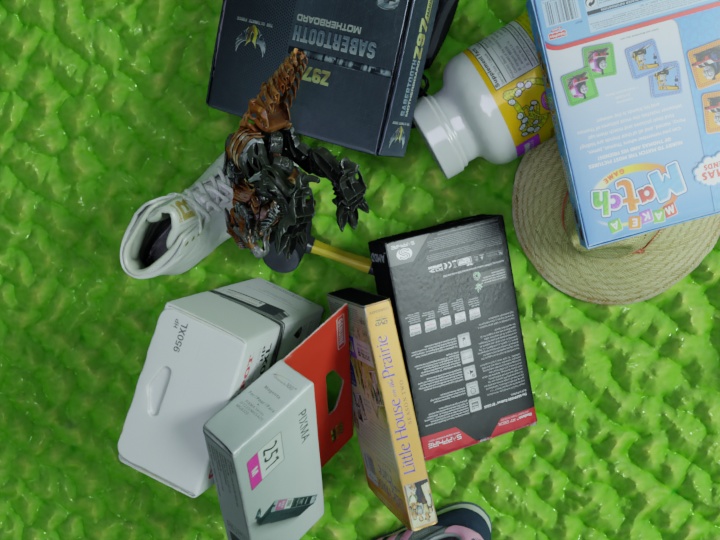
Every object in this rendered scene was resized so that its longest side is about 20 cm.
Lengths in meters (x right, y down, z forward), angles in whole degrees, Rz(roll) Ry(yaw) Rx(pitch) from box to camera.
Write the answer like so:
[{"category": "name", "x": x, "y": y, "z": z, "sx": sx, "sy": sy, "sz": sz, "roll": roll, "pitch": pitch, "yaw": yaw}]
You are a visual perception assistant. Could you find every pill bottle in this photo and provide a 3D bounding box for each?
[{"category": "pill bottle", "x": 0.143, "y": -0.162, "z": 0.815, "sx": 0.198, "sy": 0.104, "sz": 0.105, "roll": -31, "pitch": 93, "yaw": 5}]

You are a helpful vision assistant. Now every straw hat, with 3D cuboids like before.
[{"category": "straw hat", "x": 0.223, "y": -0.054, "z": 0.820, "sx": 0.197, "sy": 0.085, "sz": 0.205, "roll": 5, "pitch": 105, "yaw": 16}]

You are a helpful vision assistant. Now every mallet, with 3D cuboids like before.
[{"category": "mallet", "x": 0.000, "y": 0.000, "z": 0.891, "sx": 0.197, "sy": 0.066, "sz": 0.042, "roll": 24, "pitch": 132, "yaw": 3}]

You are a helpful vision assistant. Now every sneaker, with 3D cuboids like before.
[{"category": "sneaker", "x": -0.140, "y": -0.062, "z": 0.881, "sx": 0.200, "sy": 0.116, "sz": 0.074, "roll": -44, "pitch": 88, "yaw": 11}, {"category": "sneaker", "x": 0.038, "y": 0.298, "z": 0.919, "sx": 0.199, "sy": 0.082, "sz": 0.071, "roll": -36, "pitch": 92, "yaw": 12}]

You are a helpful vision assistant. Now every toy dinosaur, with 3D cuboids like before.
[{"category": "toy dinosaur", "x": -0.074, "y": -0.085, "z": 0.786, "sx": 0.102, "sy": 0.201, "sz": 0.135, "roll": -38, "pitch": 62, "yaw": -20}]

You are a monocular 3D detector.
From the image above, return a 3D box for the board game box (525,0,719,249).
[{"category": "board game box", "x": 0.227, "y": -0.135, "z": 0.746, "sx": 0.148, "sy": 0.037, "sz": 0.204, "roll": -14, "pitch": 96, "yaw": 3}]

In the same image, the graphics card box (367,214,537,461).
[{"category": "graphics card box", "x": 0.086, "y": 0.058, "z": 0.867, "sx": 0.123, "sy": 0.051, "sz": 0.204, "roll": -14, "pitch": 99, "yaw": -18}]

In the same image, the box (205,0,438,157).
[{"category": "box", "x": -0.036, "y": -0.199, "z": 0.814, "sx": 0.198, "sy": 0.051, "sz": 0.161, "roll": 21, "pitch": 105, "yaw": 30}]

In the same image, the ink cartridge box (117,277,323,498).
[{"category": "ink cartridge box", "x": -0.120, "y": 0.097, "z": 0.852, "sx": 0.083, "sy": 0.200, "sz": 0.147, "roll": 22, "pitch": 102, "yaw": 13}]

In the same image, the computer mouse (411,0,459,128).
[{"category": "computer mouse", "x": 0.039, "y": -0.246, "z": 0.843, "sx": 0.137, "sy": 0.053, "sz": 0.202, "roll": 29, "pitch": 114, "yaw": 2}]

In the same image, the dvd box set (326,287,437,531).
[{"category": "dvd box set", "x": 0.017, "y": 0.121, "z": 0.867, "sx": 0.029, "sy": 0.146, "sz": 0.204, "roll": -14, "pitch": 95, "yaw": -13}]

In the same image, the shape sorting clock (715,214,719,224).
[{"category": "shape sorting clock", "x": 0.331, "y": -0.134, "z": 0.832, "sx": 0.196, "sy": 0.039, "sz": 0.204, "roll": 1, "pitch": 98, "yaw": 9}]

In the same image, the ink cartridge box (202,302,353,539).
[{"category": "ink cartridge box", "x": -0.052, "y": 0.154, "z": 0.828, "sx": 0.043, "sy": 0.173, "sz": 0.202, "roll": 31, "pitch": 144, "yaw": 29}]
